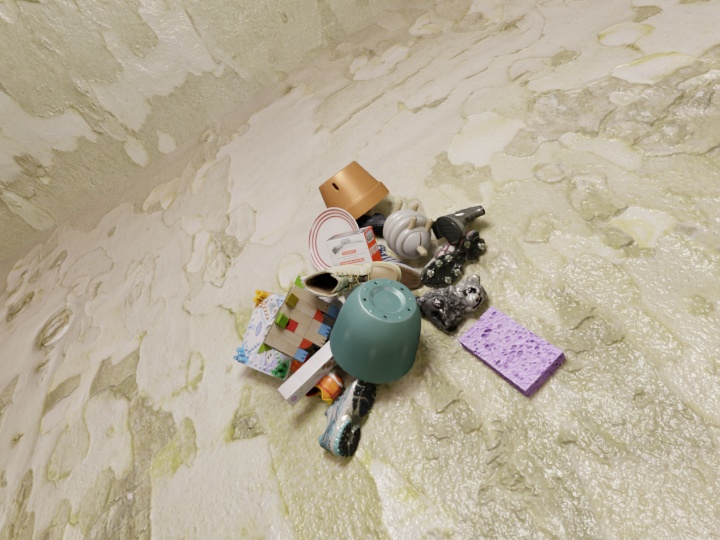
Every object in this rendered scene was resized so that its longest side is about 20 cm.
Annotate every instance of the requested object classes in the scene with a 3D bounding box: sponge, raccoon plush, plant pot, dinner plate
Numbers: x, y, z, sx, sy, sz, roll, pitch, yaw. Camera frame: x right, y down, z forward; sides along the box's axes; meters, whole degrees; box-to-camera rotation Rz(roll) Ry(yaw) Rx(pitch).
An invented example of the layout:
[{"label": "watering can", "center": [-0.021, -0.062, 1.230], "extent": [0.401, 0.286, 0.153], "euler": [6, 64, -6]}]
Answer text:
[{"label": "sponge", "center": [0.306, 0.161, 1.083], "extent": [0.112, 0.030, 0.200], "euler": [-42, 39, -9]}, {"label": "raccoon plush", "center": [0.199, 0.052, 1.231], "extent": [0.134, 0.097, 0.200], "euler": [-37, 38, -16]}, {"label": "plant pot", "center": [0.041, 0.115, 1.144], "extent": [0.200, 0.161, 0.201], "euler": [7, 44, -7]}, {"label": "dinner plate", "center": [-0.075, -0.082, 1.530], "extent": [0.200, 0.024, 0.201], "euler": [2, 94, 34]}, {"label": "plant pot", "center": [-0.034, -0.234, 1.587], "extent": [0.200, 0.140, 0.200], "euler": [-36, 10, 8]}]

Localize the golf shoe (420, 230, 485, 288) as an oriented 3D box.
[{"label": "golf shoe", "center": [0.220, -0.026, 1.314], "extent": [0.200, 0.077, 0.088], "euler": [-36, 20, -17]}]

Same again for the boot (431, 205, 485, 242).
[{"label": "boot", "center": [0.257, -0.131, 1.325], "extent": [0.130, 0.068, 0.200], "euler": [-27, 8, -4]}]

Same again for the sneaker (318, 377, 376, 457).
[{"label": "sneaker", "center": [-0.035, 0.300, 1.147], "extent": [0.086, 0.078, 0.200], "euler": [-3, 48, 38]}]

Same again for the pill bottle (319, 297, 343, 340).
[{"label": "pill bottle", "center": [-0.143, 0.124, 1.376], "extent": [0.199, 0.111, 0.111], "euler": [0, 49, 36]}]

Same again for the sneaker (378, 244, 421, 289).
[{"label": "sneaker", "center": [0.080, -0.013, 1.392], "extent": [0.199, 0.070, 0.109], "euler": [10, 31, 21]}]

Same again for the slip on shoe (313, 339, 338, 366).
[{"label": "slip on shoe", "center": [-0.021, 0.183, 1.269], "extent": [0.199, 0.061, 0.076], "euler": [-15, 42, 23]}]

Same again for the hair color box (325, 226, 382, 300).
[{"label": "hair color box", "center": [0.000, 0.000, 1.331], "extent": [0.111, 0.201, 0.064], "euler": [-10, 17, 26]}]

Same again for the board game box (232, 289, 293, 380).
[{"label": "board game box", "center": [-0.231, 0.156, 1.340], "extent": [0.200, 0.026, 0.201], "euler": [9, 78, 42]}]

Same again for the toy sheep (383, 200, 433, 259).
[{"label": "toy sheep", "center": [0.126, -0.098, 1.384], "extent": [0.138, 0.138, 0.200], "euler": [-31, 37, 4]}]

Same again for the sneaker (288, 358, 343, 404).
[{"label": "sneaker", "center": [-0.127, 0.255, 1.263], "extent": [0.200, 0.073, 0.077], "euler": [19, 66, 47]}]

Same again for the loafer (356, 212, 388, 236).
[{"label": "loafer", "center": [0.050, -0.140, 1.546], "extent": [0.200, 0.068, 0.071], "euler": [3, 59, 42]}]

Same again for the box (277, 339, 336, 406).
[{"label": "box", "center": [-0.099, 0.222, 1.206], "extent": [0.200, 0.039, 0.041], "euler": [-43, 50, -14]}]

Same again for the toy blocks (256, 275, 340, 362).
[{"label": "toy blocks", "center": [-0.134, 0.134, 1.236], "extent": [0.201, 0.136, 0.100], "euler": [-64, 11, -17]}]

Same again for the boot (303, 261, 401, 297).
[{"label": "boot", "center": [-0.017, 0.021, 1.217], "extent": [0.199, 0.072, 0.155], "euler": [-2, 4, 19]}]

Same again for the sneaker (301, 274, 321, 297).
[{"label": "sneaker", "center": [-0.080, 0.048, 1.463], "extent": [0.199, 0.075, 0.082], "euler": [-10, 77, 21]}]
